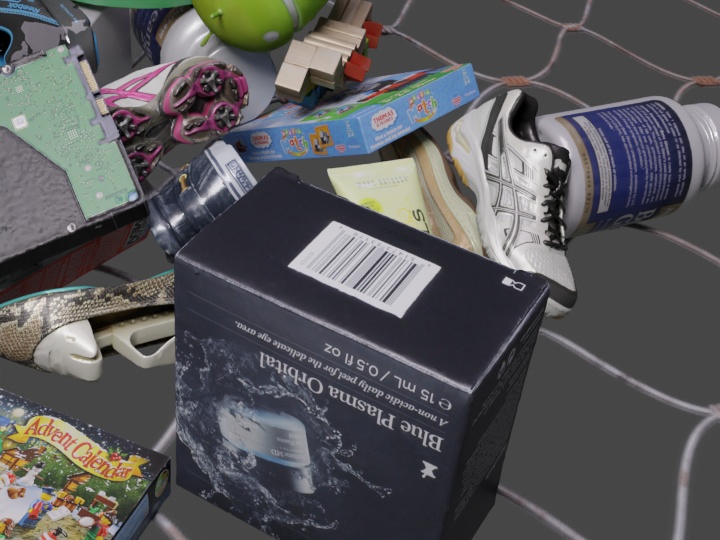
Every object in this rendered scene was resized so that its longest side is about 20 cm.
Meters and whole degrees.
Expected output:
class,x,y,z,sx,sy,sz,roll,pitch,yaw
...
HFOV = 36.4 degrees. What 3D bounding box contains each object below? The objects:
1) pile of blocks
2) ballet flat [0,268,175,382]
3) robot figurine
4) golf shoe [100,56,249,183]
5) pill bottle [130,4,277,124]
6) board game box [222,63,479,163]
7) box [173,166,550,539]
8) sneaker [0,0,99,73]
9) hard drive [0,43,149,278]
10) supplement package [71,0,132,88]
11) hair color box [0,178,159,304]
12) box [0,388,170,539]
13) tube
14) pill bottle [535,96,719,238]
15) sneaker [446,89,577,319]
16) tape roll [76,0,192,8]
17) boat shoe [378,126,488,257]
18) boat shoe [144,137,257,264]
class,x,y,z,sx,sy,sz,roll,pitch,yaw
pile of blocks,-0.019,-0.185,1.000,0.061,0.083,0.201,17,33,8
ballet flat,-0.179,0.044,0.813,0.198,0.068,0.076,-12,52,-27
robot figurine,-0.070,-0.276,0.956,0.116,0.175,0.200,42,76,-4
golf shoe,-0.190,-0.115,0.887,0.198,0.074,0.092,-28,30,-26
pill bottle,-0.154,-0.224,1.085,0.109,0.112,0.200,-11,37,-21
board game box,-0.012,-0.142,1.009,0.151,0.037,0.198,-31,21,-37
box,-0.007,0.076,0.688,0.195,0.202,0.117,23,41,20
sneaker,-0.300,-0.217,0.907,0.081,0.074,0.199,-28,51,-33
hard drive,-0.267,-0.066,0.783,0.198,0.038,0.141,-25,79,-10
supplement package,-0.302,-0.185,1.020,0.119,0.121,0.201,11,40,6
hair color box,-0.269,-0.038,0.867,0.111,0.064,0.199,47,48,7
box,-0.240,0.143,0.700,0.197,0.038,0.137,18,41,13
tube,0.036,0.005,0.833,0.058,0.051,0.203,20,48,-58
pill bottle,0.244,-0.099,1.008,0.197,0.112,0.111,-13,43,-22
sneaker,0.140,-0.061,0.903,0.075,0.087,0.202,12,51,-53
tape roll,-0.223,-0.310,1.054,0.197,0.049,0.201,5,32,-3
boat shoe,0.047,-0.063,0.974,0.075,0.072,0.201,-19,45,-12
boat shoe,-0.134,-0.058,0.898,0.090,0.071,0.200,-34,7,-5
